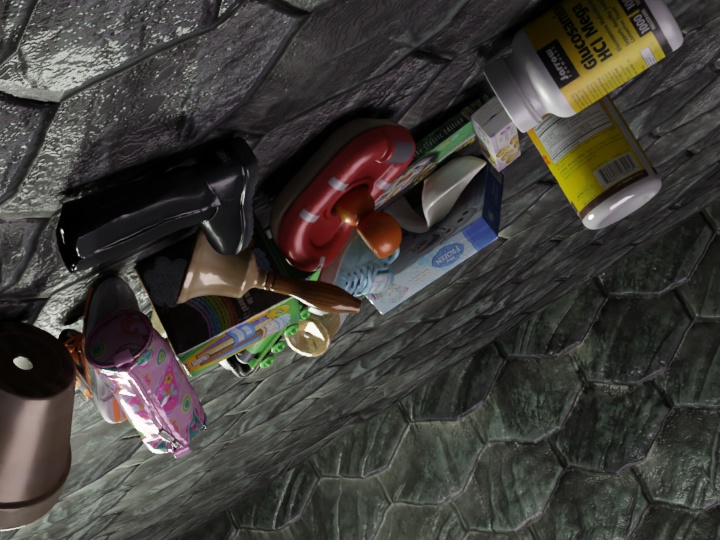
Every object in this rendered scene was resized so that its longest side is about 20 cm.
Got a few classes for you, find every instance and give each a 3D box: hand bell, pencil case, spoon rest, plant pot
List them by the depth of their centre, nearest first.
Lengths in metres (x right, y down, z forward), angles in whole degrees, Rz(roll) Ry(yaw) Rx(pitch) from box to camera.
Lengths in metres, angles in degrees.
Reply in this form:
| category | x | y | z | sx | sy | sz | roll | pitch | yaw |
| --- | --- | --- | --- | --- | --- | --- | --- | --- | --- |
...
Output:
| category | x | y | z | sx | sy | sz | roll | pitch | yaw |
| --- | --- | --- | --- | --- | --- | --- | --- | --- | --- |
| hand bell | -0.096 | 0.015 | 1.485 | 0.199 | 0.105 | 0.104 | 17 | 154 | -9 |
| plant pot | -0.400 | 0.159 | 1.485 | 0.200 | 0.200 | 0.174 | -15 | 145 | -48 |
| pencil case | -0.242 | 0.131 | 1.521 | 0.087 | 0.088 | 0.200 | -27 | 139 | -7 |
| spoon rest | 0.100 | -0.095 | 1.742 | 0.099 | 0.061 | 0.200 | -37 | -177 | -28 |

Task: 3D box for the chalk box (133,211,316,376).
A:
| category | x | y | z | sx | sy | sz | roll | pitch | yaw |
| --- | --- | --- | --- | --- | --- | --- | --- | --- | --- |
| chalk box | -0.147 | 0.018 | 1.579 | 0.199 | 0.125 | 0.124 | -26 | 167 | -8 |

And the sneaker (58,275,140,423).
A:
| category | x | y | z | sx | sy | sz | roll | pitch | yaw |
| --- | --- | --- | --- | --- | --- | --- | --- | --- | --- |
| sneaker | -0.318 | 0.080 | 1.562 | 0.077 | 0.112 | 0.201 | -26 | 134 | -41 |

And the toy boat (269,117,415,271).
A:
| category | x | y | z | sx | sy | sz | roll | pitch | yaw |
| --- | --- | --- | --- | --- | --- | --- | --- | --- | --- |
| toy boat | -0.005 | -0.068 | 1.493 | 0.200 | 0.131 | 0.130 | -47 | 160 | 26 |

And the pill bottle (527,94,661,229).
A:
| category | x | y | z | sx | sy | sz | roll | pitch | yaw |
| --- | --- | --- | --- | --- | --- | --- | --- | --- | --- |
| pill bottle | 0.275 | -0.159 | 1.636 | 0.109 | 0.201 | 0.109 | -27 | 167 | -7 |

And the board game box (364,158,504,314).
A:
| category | x | y | z | sx | sy | sz | roll | pitch | yaw |
| --- | --- | --- | --- | --- | --- | --- | --- | --- | --- |
| board game box | 0.105 | -0.050 | 1.833 | 0.199 | 0.043 | 0.200 | -34 | -162 | 24 |

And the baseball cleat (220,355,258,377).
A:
| category | x | y | z | sx | sy | sz | roll | pitch | yaw |
| --- | --- | --- | --- | --- | --- | --- | --- | --- | --- |
| baseball cleat | -0.184 | 0.110 | 1.866 | 0.070 | 0.106 | 0.200 | -44 | 172 | 2 |

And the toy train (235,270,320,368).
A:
| category | x | y | z | sx | sy | sz | roll | pitch | yaw |
| --- | --- | --- | --- | --- | --- | --- | --- | --- | --- |
| toy train | -0.097 | 0.053 | 1.721 | 0.056 | 0.042 | 0.200 | 4 | 131 | -51 |

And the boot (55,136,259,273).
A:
| category | x | y | z | sx | sy | sz | roll | pitch | yaw |
| --- | --- | --- | --- | --- | --- | --- | --- | --- | --- |
| boot | -0.204 | -0.041 | 1.329 | 0.200 | 0.066 | 0.165 | -28 | 151 | -27 |

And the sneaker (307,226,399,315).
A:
| category | x | y | z | sx | sy | sz | roll | pitch | yaw |
| --- | --- | --- | --- | --- | --- | --- | --- | --- | --- |
| sneaker | 0.000 | 0.000 | 1.625 | 0.200 | 0.082 | 0.074 | -57 | 169 | -54 |

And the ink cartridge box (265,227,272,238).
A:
| category | x | y | z | sx | sy | sz | roll | pitch | yaw |
| --- | --- | --- | --- | --- | --- | --- | --- | --- | --- |
| ink cartridge box | -0.025 | -0.066 | 1.689 | 0.200 | 0.050 | 0.162 | -33 | 168 | 28 |

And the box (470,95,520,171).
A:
| category | x | y | z | sx | sy | sz | roll | pitch | yaw |
| --- | --- | --- | --- | --- | --- | --- | --- | --- | --- |
| box | 0.169 | -0.166 | 1.646 | 0.041 | 0.039 | 0.200 | -40 | 169 | 1 |

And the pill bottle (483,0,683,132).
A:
| category | x | y | z | sx | sy | sz | roll | pitch | yaw |
| --- | --- | --- | --- | --- | --- | --- | --- | --- | --- |
| pill bottle | 0.239 | -0.239 | 1.450 | 0.200 | 0.113 | 0.112 | -33 | 167 | 13 |

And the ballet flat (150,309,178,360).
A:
| category | x | y | z | sx | sy | sz | roll | pitch | yaw |
| --- | --- | --- | --- | --- | --- | --- | --- | --- | --- |
| ballet flat | -0.245 | 0.083 | 1.746 | 0.070 | 0.071 | 0.200 | -24 | 167 | -20 |

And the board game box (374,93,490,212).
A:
| category | x | y | z | sx | sy | sz | roll | pitch | yaw |
| --- | --- | --- | --- | --- | --- | --- | --- | --- | --- |
| board game box | 0.077 | -0.136 | 1.634 | 0.200 | 0.023 | 0.105 | -37 | 167 | -6 |

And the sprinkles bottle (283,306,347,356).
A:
| category | x | y | z | sx | sy | sz | roll | pitch | yaw |
| --- | --- | --- | --- | --- | --- | --- | --- | --- | --- |
| sprinkles bottle | -0.043 | 0.040 | 1.840 | 0.068 | 0.068 | 0.200 | -38 | -169 | 33 |
